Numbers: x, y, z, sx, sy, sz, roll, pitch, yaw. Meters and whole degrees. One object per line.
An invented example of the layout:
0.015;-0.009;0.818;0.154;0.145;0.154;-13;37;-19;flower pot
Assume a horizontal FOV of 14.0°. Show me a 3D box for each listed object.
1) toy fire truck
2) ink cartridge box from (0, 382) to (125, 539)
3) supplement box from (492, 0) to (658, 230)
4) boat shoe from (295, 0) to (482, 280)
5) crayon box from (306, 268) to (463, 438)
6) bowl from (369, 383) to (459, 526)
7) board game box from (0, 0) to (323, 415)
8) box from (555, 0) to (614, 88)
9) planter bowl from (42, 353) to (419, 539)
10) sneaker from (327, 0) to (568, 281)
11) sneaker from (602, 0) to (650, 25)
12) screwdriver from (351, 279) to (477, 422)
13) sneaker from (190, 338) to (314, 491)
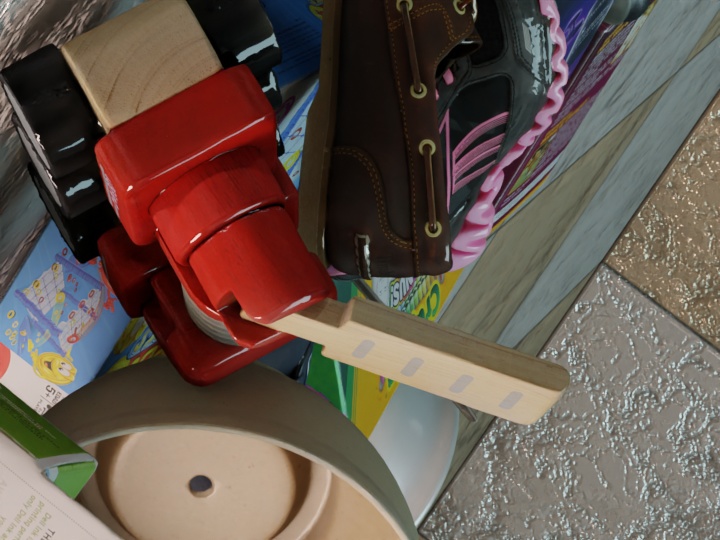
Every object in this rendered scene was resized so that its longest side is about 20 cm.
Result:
-0.028;-0.002;1.096;0.128;0.200;0.176;-28;167;-9;toy fire truck
-0.149;0.130;1.090;0.148;0.200;0.076;-53;172;5;ink cartridge box
0.099;-0.124;1.796;0.110;0.086;0.200;-43;167;-48;supplement box
0.017;-0.094;1.221;0.070;0.070;0.201;40;53;-78;boat shoe
-0.004;-0.005;1.537;0.200;0.058;0.119;-59;148;-51;crayon box
-0.052;0.081;1.622;0.201;0.201;0.090;-51;136;-11;bowl
-0.072;-0.037;1.319;0.196;0.056;0.200;-57;171;23;board game box
0.060;-0.143;1.439;0.148;0.104;0.200;-44;169;-43;box
-0.068;0.115;1.222;0.200;0.200;0.135;-57;-165;25;planter bowl
0.027;-0.067;1.336;0.095;0.079;0.200;-15;141;-32;sneaker
0.182;-0.215;1.542;0.076;0.114;0.200;119;-14;-66;sneaker
0.000;0.000;1.407;0.029;0.200;0.028;-44;152;-4;screwdriver
-0.036;0.100;1.338;0.077;0.146;0.203;-16;148;-28;sneaker
